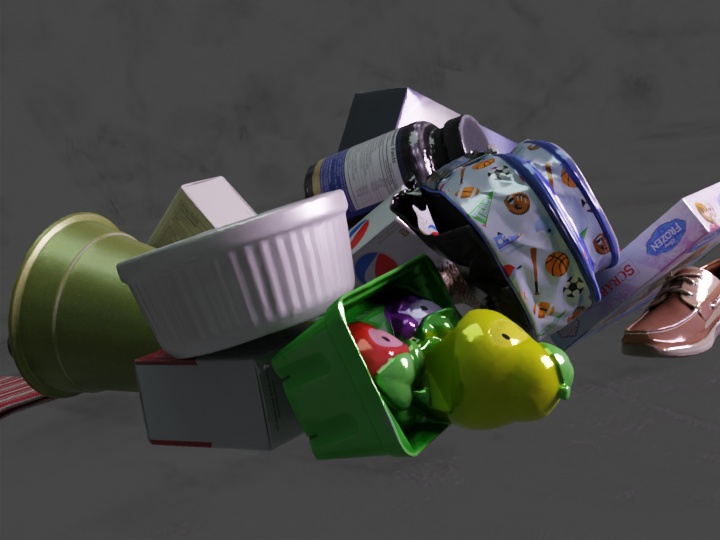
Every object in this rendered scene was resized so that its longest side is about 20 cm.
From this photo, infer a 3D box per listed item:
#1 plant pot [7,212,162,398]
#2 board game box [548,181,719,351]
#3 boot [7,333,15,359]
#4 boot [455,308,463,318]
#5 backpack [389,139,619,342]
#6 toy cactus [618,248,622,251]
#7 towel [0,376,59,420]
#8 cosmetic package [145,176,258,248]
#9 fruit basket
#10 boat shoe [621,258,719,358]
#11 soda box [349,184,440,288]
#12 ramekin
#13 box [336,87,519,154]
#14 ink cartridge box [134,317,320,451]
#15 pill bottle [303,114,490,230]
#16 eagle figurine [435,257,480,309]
[{"bbox_3d":[-0.223,0.053,1.348,0.190,0.200,0.200,11,17,28],"label":"plant pot"},{"bbox_3d":[0.297,-0.013,1.290,0.200,0.041,0.200,-21,-20,-51],"label":"board game box"},{"bbox_3d":[-0.315,0.063,1.656,0.200,0.069,0.188,-3,10,29],"label":"boot"},{"bbox_3d":[-0.006,0.037,1.290,0.200,0.182,0.073,6,62,54],"label":"boot"},{"bbox_3d":[0.143,-0.024,1.170,0.154,0.200,0.191,-36,10,4],"label":"backpack"},{"bbox_3d":[0.162,-0.056,1.335,0.200,0.102,0.165,31,7,31],"label":"toy cactus"},{"bbox_3d":[-0.422,0.140,1.426,0.200,0.023,0.145,-1,10,32],"label":"towel"},{"bbox_3d":[-0.192,0.002,1.476,0.073,0.104,0.200,-21,-25,-53],"label":"cosmetic package"},{"bbox_3d":[0.061,0.068,1.061,0.215,0.156,0.216,-25,1,1],"label":"fruit basket"},{"bbox_3d":[0.301,0.033,1.219,0.076,0.072,0.200,-1,12,40],"label":"boat shoe"},{"bbox_3d":[0.000,0.000,1.398,0.200,0.068,0.064,-40,23,32],"label":"soda box"},{"bbox_3d":[-0.097,0.005,1.107,0.202,0.094,0.202,-18,4,1],"label":"ramekin"},{"bbox_3d":[0.073,-0.101,1.659,0.198,0.200,0.123,21,-10,-33],"label":"box"},{"bbox_3d":[-0.082,0.092,1.193,0.146,0.083,0.200,-4,11,35],"label":"ink cartridge box"},{"bbox_3d":[0.046,-0.102,1.474,0.200,0.112,0.112,-19,4,26],"label":"pill bottle"},{"bbox_3d":[0.101,0.021,1.429,0.152,0.151,0.200,-46,36,16],"label":"eagle figurine"}]
